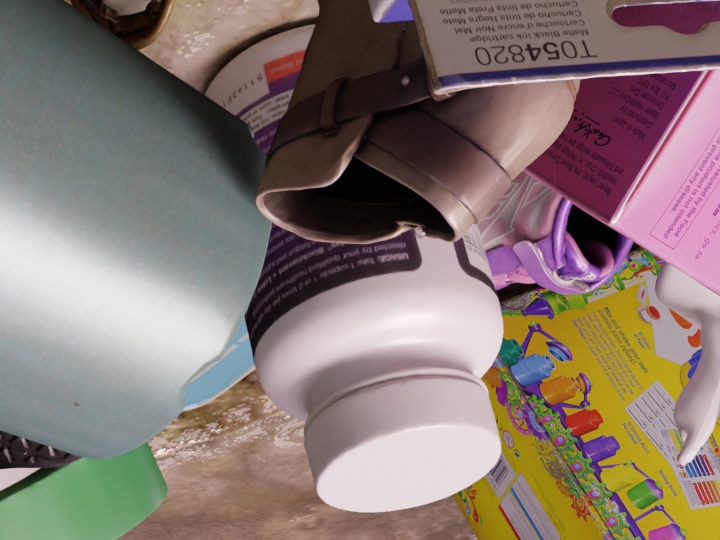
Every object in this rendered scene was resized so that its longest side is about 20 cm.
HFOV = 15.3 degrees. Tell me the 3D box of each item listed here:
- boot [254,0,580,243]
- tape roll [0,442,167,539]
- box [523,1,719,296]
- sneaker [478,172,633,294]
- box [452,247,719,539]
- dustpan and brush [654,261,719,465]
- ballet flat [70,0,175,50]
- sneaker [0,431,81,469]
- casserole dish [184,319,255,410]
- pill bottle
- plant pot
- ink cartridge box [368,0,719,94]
[{"bbox_3d":[0.001,-0.079,1.020,0.200,0.146,0.070,4,148,47],"label":"boot"},{"bbox_3d":[-0.199,0.135,1.387,0.200,0.048,0.200,-23,-172,3],"label":"tape roll"},{"bbox_3d":[0.140,-0.052,1.115,0.200,0.176,0.097,28,96,-39],"label":"box"},{"bbox_3d":[0.082,-0.021,1.294,0.080,0.089,0.200,16,137,-45],"label":"sneaker"},{"bbox_3d":[0.167,0.101,1.397,0.192,0.200,0.122,-20,157,-27],"label":"box"},{"bbox_3d":[0.173,0.004,1.281,0.057,0.200,0.140,26,150,9],"label":"dustpan and brush"},{"bbox_3d":[-0.088,-0.154,1.010,0.068,0.063,0.200,-11,151,-7],"label":"ballet flat"},{"bbox_3d":[-0.185,0.058,1.341,0.200,0.083,0.072,-20,116,29],"label":"sneaker"},{"bbox_3d":[-0.081,0.019,1.355,0.121,0.039,0.200,12,143,-39],"label":"casserole dish"},{"bbox_3d":[0.000,0.000,1.184,0.111,0.200,0.111,-11,151,-6],"label":"pill bottle"},{"bbox_3d":[-0.151,-0.031,1.011,0.196,0.201,0.200,27,133,-30],"label":"plant pot"},{"bbox_3d":[0.090,-0.141,0.971,0.199,0.200,0.041,-4,148,-16],"label":"ink cartridge box"}]
